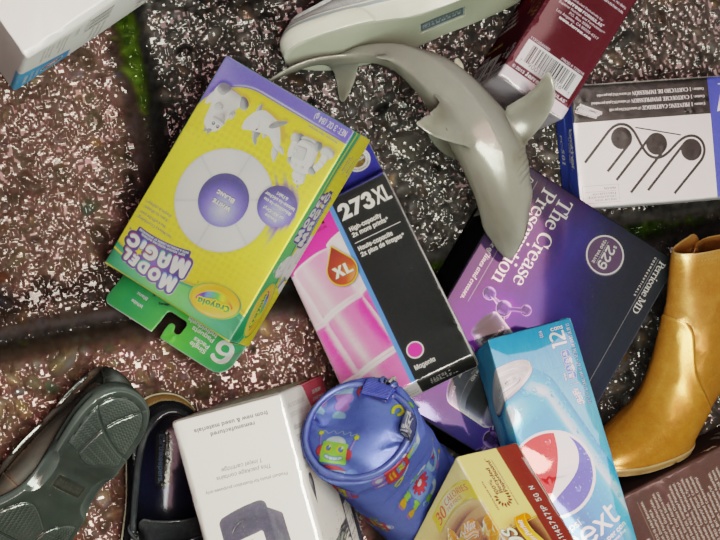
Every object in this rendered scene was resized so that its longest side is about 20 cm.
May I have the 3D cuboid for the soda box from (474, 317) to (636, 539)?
[{"bbox_3d":[0.139,0.140,1.558,0.064,0.068,0.200,-15,81,-8],"label":"soda box"}]

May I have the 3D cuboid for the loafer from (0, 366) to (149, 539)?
[{"bbox_3d":[-0.226,0.152,1.579,0.200,0.063,0.072,-48,121,3],"label":"loafer"}]

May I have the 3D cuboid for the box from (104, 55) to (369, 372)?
[{"bbox_3d":[-0.095,-0.038,1.588,0.117,0.048,0.200,31,94,17],"label":"box"}]

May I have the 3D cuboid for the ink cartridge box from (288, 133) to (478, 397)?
[{"bbox_3d":[0.000,0.000,1.603,0.095,0.037,0.200,-26,68,2],"label":"ink cartridge box"}]

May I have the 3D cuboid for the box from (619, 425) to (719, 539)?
[{"bbox_3d":[0.246,0.170,1.657,0.200,0.100,0.075,-26,91,-14],"label":"box"}]

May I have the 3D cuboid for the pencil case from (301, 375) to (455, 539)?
[{"bbox_3d":[0.024,0.137,1.561,0.078,0.200,0.087,25,77,25],"label":"pencil case"}]

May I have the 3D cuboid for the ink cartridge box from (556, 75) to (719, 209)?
[{"bbox_3d":[0.251,-0.099,1.703,0.199,0.044,0.094,-5,89,-13],"label":"ink cartridge box"}]

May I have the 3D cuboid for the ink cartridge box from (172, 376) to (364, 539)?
[{"bbox_3d":[-0.052,0.185,1.558,0.084,0.145,0.201,-15,89,11],"label":"ink cartridge box"}]

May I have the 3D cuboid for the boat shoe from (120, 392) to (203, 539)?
[{"bbox_3d":[-0.134,0.187,1.592,0.074,0.062,0.201,-3,88,-14],"label":"boat shoe"}]

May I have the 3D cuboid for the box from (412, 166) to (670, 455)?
[{"bbox_3d":[0.119,0.044,1.650,0.141,0.079,0.200,32,80,-11],"label":"box"}]

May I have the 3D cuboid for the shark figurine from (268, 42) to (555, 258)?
[{"bbox_3d":[0.046,-0.115,1.579,0.214,0.128,0.089,40,33,16],"label":"shark figurine"}]

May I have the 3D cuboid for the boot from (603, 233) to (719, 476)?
[{"bbox_3d":[0.230,0.054,1.633,0.201,0.071,0.144,-25,119,-34],"label":"boot"}]

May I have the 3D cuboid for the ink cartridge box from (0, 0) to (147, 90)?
[{"bbox_3d":[-0.198,-0.249,1.561,0.200,0.147,0.146,-36,94,-13],"label":"ink cartridge box"}]

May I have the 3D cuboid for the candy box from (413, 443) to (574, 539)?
[{"bbox_3d":[0.082,0.227,1.550,0.055,0.200,0.116,-10,53,-28],"label":"candy box"}]

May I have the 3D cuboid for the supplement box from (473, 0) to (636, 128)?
[{"bbox_3d":[0.162,-0.202,1.657,0.061,0.109,0.200,34,79,-8],"label":"supplement box"}]

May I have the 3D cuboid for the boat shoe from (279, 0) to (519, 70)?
[{"bbox_3d":[0.028,-0.208,1.656,0.200,0.070,0.072,-20,69,-10],"label":"boat shoe"}]
